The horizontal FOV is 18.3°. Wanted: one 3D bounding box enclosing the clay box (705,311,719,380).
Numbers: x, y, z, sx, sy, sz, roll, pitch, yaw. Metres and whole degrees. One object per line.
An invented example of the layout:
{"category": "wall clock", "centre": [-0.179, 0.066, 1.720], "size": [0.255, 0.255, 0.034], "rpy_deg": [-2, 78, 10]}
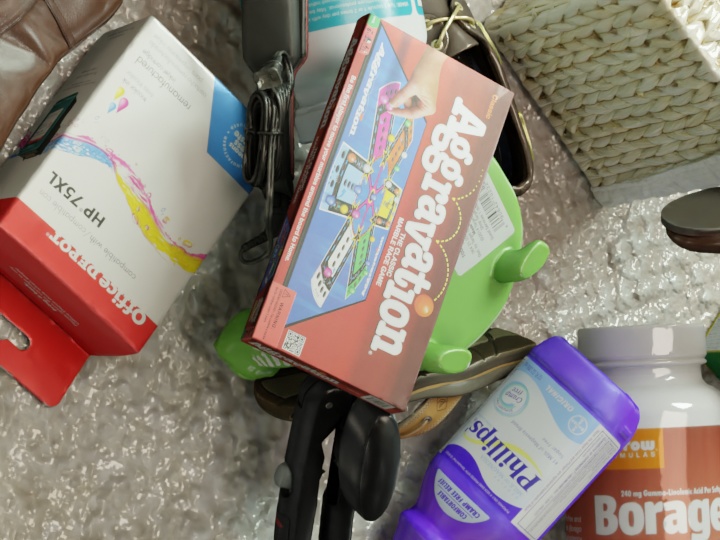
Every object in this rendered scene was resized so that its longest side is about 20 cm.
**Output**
{"category": "clay box", "centre": [0.327, -0.008, 1.551], "size": [0.048, 0.115, 0.200], "rpy_deg": [45, 66, -21]}

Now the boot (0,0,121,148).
{"category": "boot", "centre": [-0.239, -0.158, 1.245], "size": [0.186, 0.064, 0.200], "rpy_deg": [44, 71, -17]}

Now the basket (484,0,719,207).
{"category": "basket", "centre": [0.224, -0.170, 1.453], "size": [0.198, 0.200, 0.161], "rpy_deg": [-47, 107, -25]}

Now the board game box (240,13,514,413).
{"category": "board game box", "centre": [0.012, -0.032, 1.251], "size": [0.102, 0.019, 0.201], "rpy_deg": [26, 72, -23]}

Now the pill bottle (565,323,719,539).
{"category": "pill bottle", "centre": [0.188, 0.137, 1.457], "size": [0.111, 0.112, 0.202], "rpy_deg": [-1, 86, -31]}

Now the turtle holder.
{"category": "turtle holder", "centre": [0.009, 0.002, 1.344], "size": [0.141, 0.131, 0.187], "rpy_deg": [31, 77, -32]}

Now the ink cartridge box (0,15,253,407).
{"category": "ink cartridge box", "centre": [-0.149, -0.032, 1.289], "size": [0.116, 0.067, 0.201], "rpy_deg": [43, 66, -23]}

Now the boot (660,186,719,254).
{"category": "boot", "centre": [0.251, 0.050, 1.404], "size": [0.185, 0.064, 0.201], "rpy_deg": [-1, 114, -27]}

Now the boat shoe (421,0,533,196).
{"category": "boat shoe", "centre": [0.055, -0.136, 1.427], "size": [0.072, 0.059, 0.201], "rpy_deg": [-27, 100, -29]}

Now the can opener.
{"category": "can opener", "centre": [-0.025, 0.145, 1.318], "size": [0.063, 0.079, 0.201], "rpy_deg": [7, 121, -14]}

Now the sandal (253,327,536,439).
{"category": "sandal", "centre": [0.025, 0.075, 1.396], "size": [0.199, 0.081, 0.055], "rpy_deg": [-11, 114, -38]}

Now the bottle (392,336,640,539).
{"category": "bottle", "centre": [0.083, 0.137, 1.388], "size": [0.200, 0.084, 0.065], "rpy_deg": [-47, 147, -1]}

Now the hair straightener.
{"category": "hair straightener", "centre": [-0.058, -0.102, 1.273], "size": [0.041, 0.077, 0.202], "rpy_deg": [7, 97, 10]}

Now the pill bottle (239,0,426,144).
{"category": "pill bottle", "centre": [-0.022, -0.182, 1.354], "size": [0.110, 0.111, 0.202], "rpy_deg": [-11, 92, -31]}
